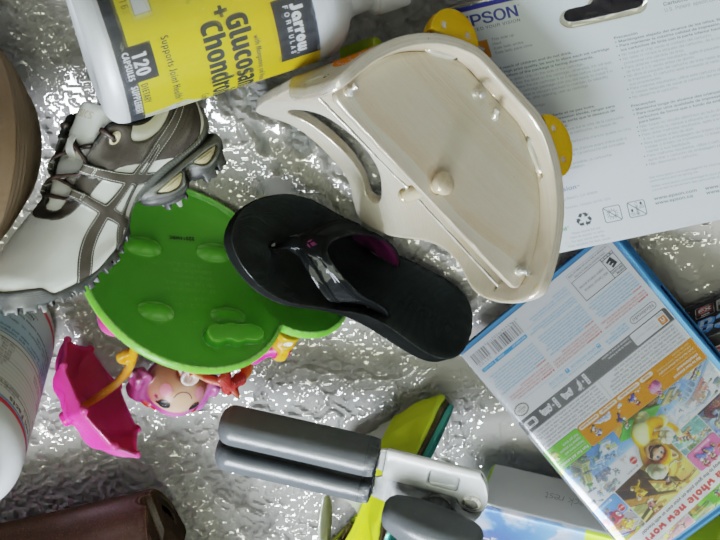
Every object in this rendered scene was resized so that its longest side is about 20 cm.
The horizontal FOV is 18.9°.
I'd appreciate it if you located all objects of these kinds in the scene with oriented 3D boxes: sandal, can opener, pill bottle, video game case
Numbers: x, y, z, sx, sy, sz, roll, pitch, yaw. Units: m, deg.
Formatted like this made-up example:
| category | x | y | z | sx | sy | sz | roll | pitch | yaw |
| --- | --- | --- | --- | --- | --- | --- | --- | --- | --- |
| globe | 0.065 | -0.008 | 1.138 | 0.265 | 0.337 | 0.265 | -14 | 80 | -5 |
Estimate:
| category | x | y | z | sx | sy | sz | roll | pitch | yaw |
| --- | --- | --- | --- | --- | --- | --- | --- | --- | --- |
| sandal | 0.001 | -0.001 | 1.454 | 0.200 | 0.076 | 0.048 | 23 | 155 | -28 |
| can opener | -0.006 | 0.143 | 1.502 | 0.199 | 0.067 | 0.053 | 16 | 129 | 6 |
| pill bottle | -0.075 | -0.169 | 1.308 | 0.199 | 0.112 | 0.112 | -19 | 124 | -8 |
| pill bottle | -0.275 | 0.095 | 1.470 | 0.108 | 0.200 | 0.109 | 2 | 125 | 3 |
| video game case | 0.183 | 0.089 | 1.487 | 0.143 | 0.018 | 0.200 | -40 | 89 | 21 |

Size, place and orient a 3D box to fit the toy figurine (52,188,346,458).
| category | x | y | z | sx | sy | sz | roll | pitch | yaw |
| --- | --- | --- | --- | --- | --- | --- | --- | --- | --- |
| toy figurine | -0.133 | 0.055 | 1.503 | 0.199 | 0.151 | 0.184 | 3 | 144 | -29 |

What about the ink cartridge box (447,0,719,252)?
| category | x | y | z | sx | sy | sz | roll | pitch | yaw |
| --- | --- | --- | --- | --- | --- | --- | --- | --- | --- |
| ink cartridge box | 0.172 | -0.113 | 1.394 | 0.198 | 0.041 | 0.201 | -11 | 123 | 12 |

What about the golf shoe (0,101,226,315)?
| category | x | y | z | sx | sy | sz | roll | pitch | yaw |
| --- | --- | --- | --- | --- | --- | --- | --- | --- | --- |
| golf shoe | -0.176 | -0.055 | 1.363 | 0.077 | 0.200 | 0.095 | 11 | 136 | 40 |

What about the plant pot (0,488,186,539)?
| category | x | y | z | sx | sy | sz | roll | pitch | yaw |
| --- | --- | --- | --- | --- | --- | --- | --- | --- | --- |
| plant pot | -0.222 | 0.260 | 1.599 | 0.197 | 0.201 | 0.201 | -19 | 122 | 7 |

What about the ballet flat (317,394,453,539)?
| category | x | y | z | sx | sy | sz | roll | pitch | yaw |
| --- | --- | --- | --- | --- | --- | --- | --- | --- | --- |
| ballet flat | 0.008 | 0.163 | 1.588 | 0.067 | 0.067 | 0.201 | 24 | 126 | 7 |

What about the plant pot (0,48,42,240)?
| category | x | y | z | sx | sy | sz | roll | pitch | yaw |
| --- | --- | --- | --- | --- | --- | --- | --- | --- | --- |
| plant pot | -0.270 | -0.080 | 1.388 | 0.092 | 0.201 | 0.201 | -1 | 139 | -49 |

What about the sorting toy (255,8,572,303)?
| category | x | y | z | sx | sy | sz | roll | pitch | yaw |
| --- | --- | --- | --- | --- | --- | --- | --- | --- | --- |
| sorting toy | 0.020 | -0.078 | 1.379 | 0.200 | 0.107 | 0.180 | 45 | 152 | -26 |

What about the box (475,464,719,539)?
| category | x | y | z | sx | sy | sz | roll | pitch | yaw |
| --- | --- | --- | --- | --- | --- | --- | --- | --- | --- |
| box | 0.164 | 0.212 | 1.584 | 0.199 | 0.048 | 0.122 | 12 | 136 | 16 |

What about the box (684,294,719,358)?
| category | x | y | z | sx | sy | sz | roll | pitch | yaw |
| --- | --- | --- | --- | --- | --- | --- | --- | --- | --- |
| box | 0.269 | 0.111 | 1.541 | 0.199 | 0.050 | 0.199 | -25 | 119 | 20 |
